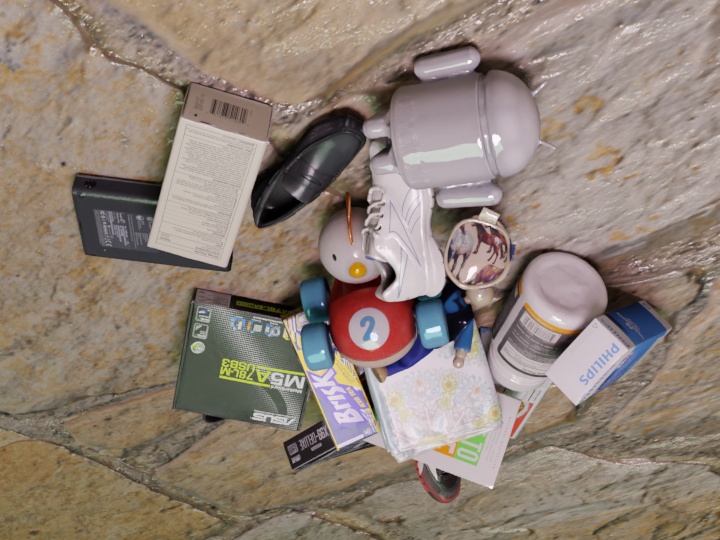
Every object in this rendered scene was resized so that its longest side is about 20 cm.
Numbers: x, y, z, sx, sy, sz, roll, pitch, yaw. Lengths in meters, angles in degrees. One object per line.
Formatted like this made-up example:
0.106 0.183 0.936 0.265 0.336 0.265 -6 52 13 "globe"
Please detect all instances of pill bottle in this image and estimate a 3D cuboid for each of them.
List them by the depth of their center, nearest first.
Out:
0.243 0.075 1.392 0.115 0.117 0.200 11 144 -7 "pill bottle"

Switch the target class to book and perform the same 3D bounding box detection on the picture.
0.118 0.215 1.501 0.199 0.135 0.048 18 -179 10 "book"

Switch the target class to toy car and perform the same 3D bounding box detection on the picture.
0.000 0.000 1.296 0.183 0.178 0.201 -12 129 6 "toy car"

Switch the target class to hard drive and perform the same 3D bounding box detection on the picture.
-0.266 -0.058 1.353 0.198 0.033 0.140 7 143 -1 "hard drive"

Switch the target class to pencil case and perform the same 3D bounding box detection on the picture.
0.141 -0.026 1.217 0.078 0.090 0.200 33 -174 4 "pencil case"

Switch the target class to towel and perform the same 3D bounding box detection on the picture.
0.095 0.151 1.446 0.170 0.201 0.048 -16 -178 -2 "towel"

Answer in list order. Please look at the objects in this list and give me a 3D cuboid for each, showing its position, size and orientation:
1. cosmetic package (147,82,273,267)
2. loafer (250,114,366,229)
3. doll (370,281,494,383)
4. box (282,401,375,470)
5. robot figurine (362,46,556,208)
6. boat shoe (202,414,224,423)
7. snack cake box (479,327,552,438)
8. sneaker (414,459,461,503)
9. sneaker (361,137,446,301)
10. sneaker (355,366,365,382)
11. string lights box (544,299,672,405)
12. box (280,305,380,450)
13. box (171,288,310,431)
-0.177 -0.107 1.211 0.103 0.073 0.201 16 132 -12 "cosmetic package"
-0.062 -0.112 1.220 0.068 0.071 0.200 28 138 -28 "loafer"
0.096 0.075 1.396 0.199 0.137 0.049 -33 166 -9 "doll"
0.001 0.248 1.636 0.199 0.050 0.157 -7 160 -45 "box"
0.106 -0.149 1.109 0.198 0.113 0.171 -8 108 17 "robot figurine"
-0.183 0.195 1.662 0.068 0.057 0.199 33 136 -31 "boat shoe"
0.210 0.174 1.571 0.114 0.068 0.201 10 143 -6 "snack cake box"
0.124 0.268 1.572 0.070 0.098 0.202 -14 104 -20 "sneaker"
0.040 -0.056 1.204 0.087 0.202 0.074 -19 -168 -25 "sneaker"
-0.019 0.125 1.536 0.076 0.092 0.200 -16 149 -56 "sneaker"
0.327 0.104 1.349 0.103 0.059 0.200 -52 159 24 "string lights box"
-0.042 0.144 1.453 0.070 0.064 0.201 -23 97 -4 "box"
-0.165 0.135 1.528 0.198 0.048 0.194 12 116 -8 "box"
